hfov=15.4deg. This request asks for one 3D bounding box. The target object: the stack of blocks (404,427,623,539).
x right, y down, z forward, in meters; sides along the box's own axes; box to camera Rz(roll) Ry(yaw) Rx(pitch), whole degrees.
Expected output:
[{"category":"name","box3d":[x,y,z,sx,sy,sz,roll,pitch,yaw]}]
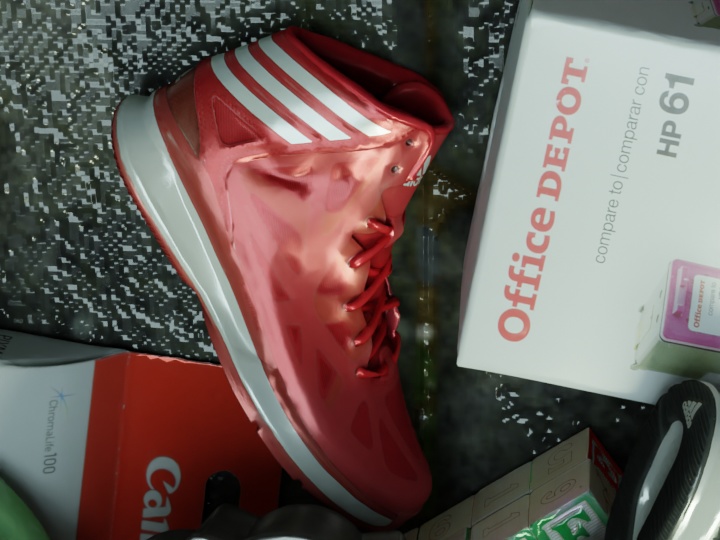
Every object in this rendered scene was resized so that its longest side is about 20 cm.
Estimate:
[{"category":"stack of blocks","box3d":[0.110,0.125,1.059,0.199,0.059,0.115,-31,106,18]}]

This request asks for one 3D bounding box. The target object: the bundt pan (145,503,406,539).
[{"category":"bundt pan","box3d":[-0.029,0.176,1.021,0.200,0.076,0.203,2,110,6]}]

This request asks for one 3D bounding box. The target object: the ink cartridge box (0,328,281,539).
[{"category":"ink cartridge box","box3d":[-0.138,0.105,1.086,0.199,0.057,0.164,11,114,7]}]

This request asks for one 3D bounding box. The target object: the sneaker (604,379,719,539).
[{"category":"sneaker","box3d":[0.136,0.134,0.987,0.115,0.076,0.201,14,128,-14]}]

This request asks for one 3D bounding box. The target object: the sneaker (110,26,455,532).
[{"category":"sneaker","box3d":[0.000,0.000,1.009,0.115,0.078,0.201,-27,109,18]}]

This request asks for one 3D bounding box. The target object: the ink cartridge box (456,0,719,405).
[{"category":"ink cartridge box","box3d":[0.143,-0.023,0.978,0.199,0.085,0.145,11,115,3]}]

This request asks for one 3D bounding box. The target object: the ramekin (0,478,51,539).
[{"category":"ramekin","box3d":[-0.216,0.163,1.042,0.199,0.098,0.201,2,115,5]}]
